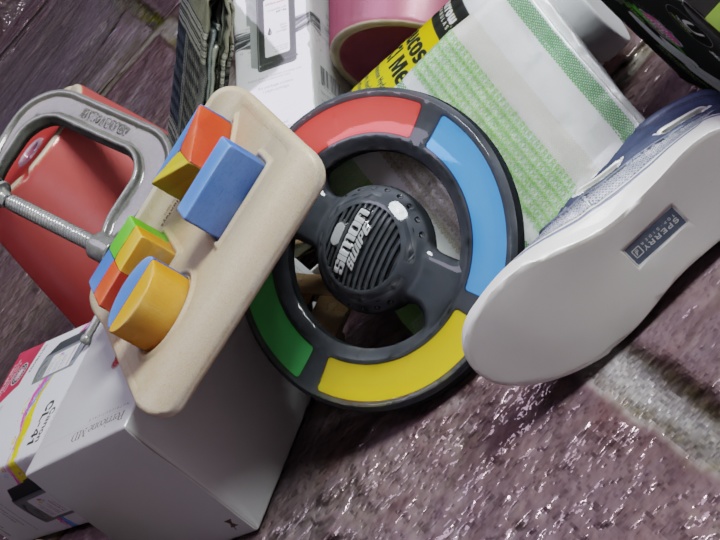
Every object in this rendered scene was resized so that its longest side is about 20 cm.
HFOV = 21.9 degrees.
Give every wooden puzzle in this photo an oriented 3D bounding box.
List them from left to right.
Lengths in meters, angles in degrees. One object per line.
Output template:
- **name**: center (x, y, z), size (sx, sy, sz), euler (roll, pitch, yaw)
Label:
- **wooden puzzle**: center (-0.111, -0.023, 1.167), size (0.185, 0.046, 0.200), euler (-57, 26, 6)

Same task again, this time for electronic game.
- **electronic game**: center (0.009, -0.013, 1.141), size (0.200, 0.042, 0.200), euler (-3, 84, 31)

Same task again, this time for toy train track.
- **toy train track**: center (0.000, 0.000, 1.274), size (0.115, 0.033, 0.200), euler (5, 35, 15)

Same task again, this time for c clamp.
- **c clamp**: center (-0.231, -0.058, 1.466), size (0.200, 0.027, 0.171), euler (31, 82, 34)

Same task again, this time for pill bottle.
- **pill bottle**: center (0.075, -0.118, 1.227), size (0.200, 0.112, 0.112), euler (-41, 23, 17)

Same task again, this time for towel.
- **towel**: center (-0.120, -0.135, 1.435), size (0.200, 0.035, 0.193), euler (-118, 34, -69)
- **towel**: center (0.073, -0.066, 1.153), size (0.200, 0.149, 0.031), euler (-43, -21, 20)

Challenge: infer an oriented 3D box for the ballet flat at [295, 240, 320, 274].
- **ballet flat**: center (-0.072, -0.001, 1.390), size (0.200, 0.072, 0.068), euler (-30, -14, 32)

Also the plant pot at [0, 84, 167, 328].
- **plant pot**: center (-0.221, -0.052, 1.607), size (0.200, 0.177, 0.200), euler (-40, 24, 22)

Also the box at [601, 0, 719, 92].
- **box**: center (0.224, -0.179, 1.029), size (0.149, 0.124, 0.200), euler (-49, 22, 4)

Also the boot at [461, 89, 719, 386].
- **boot**: center (0.138, -0.018, 1.021), size (0.200, 0.073, 0.090), euler (-37, 16, 9)

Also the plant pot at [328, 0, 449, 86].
- **plant pot**: center (0.056, -0.224, 1.365), size (0.200, 0.200, 0.179), euler (-19, 52, 52)

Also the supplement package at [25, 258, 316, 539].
- **supplement package**: center (-0.114, 0.078, 1.262), size (0.121, 0.120, 0.200), euler (-27, 31, 42)

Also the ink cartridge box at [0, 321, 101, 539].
- **ink cartridge box**: center (-0.219, 0.119, 1.447), size (0.200, 0.086, 0.148), euler (-25, 32, 49)

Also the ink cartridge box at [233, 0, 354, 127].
- **ink cartridge box**: center (-0.041, -0.159, 1.405), size (0.068, 0.116, 0.200), euler (-14, 61, 20)
